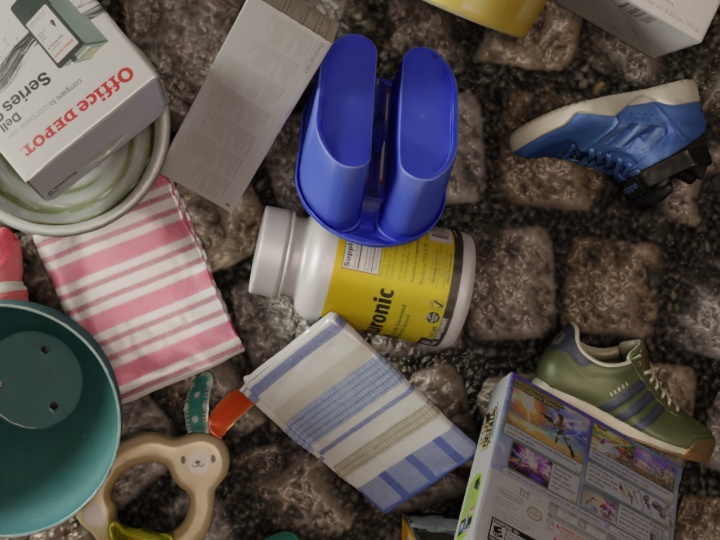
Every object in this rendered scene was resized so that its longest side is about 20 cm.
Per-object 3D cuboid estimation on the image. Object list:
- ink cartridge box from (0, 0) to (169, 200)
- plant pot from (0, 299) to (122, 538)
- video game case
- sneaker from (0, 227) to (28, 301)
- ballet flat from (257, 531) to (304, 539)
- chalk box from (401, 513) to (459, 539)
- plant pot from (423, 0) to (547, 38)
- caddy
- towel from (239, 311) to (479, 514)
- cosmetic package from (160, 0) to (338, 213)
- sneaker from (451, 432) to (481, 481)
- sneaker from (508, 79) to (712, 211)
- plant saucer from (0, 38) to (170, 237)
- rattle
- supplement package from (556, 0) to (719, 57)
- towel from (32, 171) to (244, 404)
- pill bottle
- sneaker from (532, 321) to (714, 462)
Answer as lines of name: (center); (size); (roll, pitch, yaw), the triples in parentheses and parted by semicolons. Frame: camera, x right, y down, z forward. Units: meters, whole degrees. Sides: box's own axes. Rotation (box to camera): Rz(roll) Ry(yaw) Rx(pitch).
ink cartridge box: (-0.281, -0.185, 0.960); (0.146, 0.084, 0.200); (-40, 86, -8)
plant pot: (-0.305, 0.114, 0.996); (0.197, 0.135, 0.203); (-1, 101, -5)
video game case: (0.192, 0.216, 1.014); (0.198, 0.046, 0.183); (29, 50, -9)
sneaker: (-0.404, -0.004, 1.022); (0.197, 0.074, 0.088); (0, 82, -13)
ballet flat: (-0.139, 0.310, 1.072); (0.198, 0.068, 0.073); (-22, 141, -10)
chalk box: (0.142, 0.312, 1.078); (0.197, 0.125, 0.126); (3, 93, -6)
plant pot: (0.125, -0.323, 1.009); (0.198, 0.201, 0.191); (19, 108, -8)
caddy: (0.015, -0.115, 1.014); (0.139, 0.105, 0.202); (10, 54, -8)
towel: (-0.001, 0.136, 1.053); (0.200, 0.024, 0.147); (42, 125, -13)
cosmetic package: (-0.103, -0.153, 1.001); (0.082, 0.051, 0.201); (30, 123, -10)
sneaker: (0.163, 0.181, 1.108); (0.198, 0.067, 0.091); (24, 73, -1)
sneaker: (0.247, -0.109, 1.086); (0.197, 0.077, 0.113); (-14, 86, -13)
plant saucer: (-0.270, -0.128, 1.021); (0.197, 0.050, 0.203); (0, 82, -3)
rattle: (-0.177, 0.192, 1.025); (0.200, 0.143, 0.130); (-43, 79, 3)
supplement package: (0.293, -0.324, 1.056); (0.120, 0.120, 0.202); (26, 90, -7)
towel: (-0.212, 0.015, 1.058); (0.145, 0.030, 0.202); (-23, 96, -5)
pill bottle: (0.000, 0.000, 1.045); (0.197, 0.111, 0.113); (12, 92, -7)
sneaker: (0.269, 0.115, 1.101); (0.198, 0.067, 0.091); (21, 97, -6)
